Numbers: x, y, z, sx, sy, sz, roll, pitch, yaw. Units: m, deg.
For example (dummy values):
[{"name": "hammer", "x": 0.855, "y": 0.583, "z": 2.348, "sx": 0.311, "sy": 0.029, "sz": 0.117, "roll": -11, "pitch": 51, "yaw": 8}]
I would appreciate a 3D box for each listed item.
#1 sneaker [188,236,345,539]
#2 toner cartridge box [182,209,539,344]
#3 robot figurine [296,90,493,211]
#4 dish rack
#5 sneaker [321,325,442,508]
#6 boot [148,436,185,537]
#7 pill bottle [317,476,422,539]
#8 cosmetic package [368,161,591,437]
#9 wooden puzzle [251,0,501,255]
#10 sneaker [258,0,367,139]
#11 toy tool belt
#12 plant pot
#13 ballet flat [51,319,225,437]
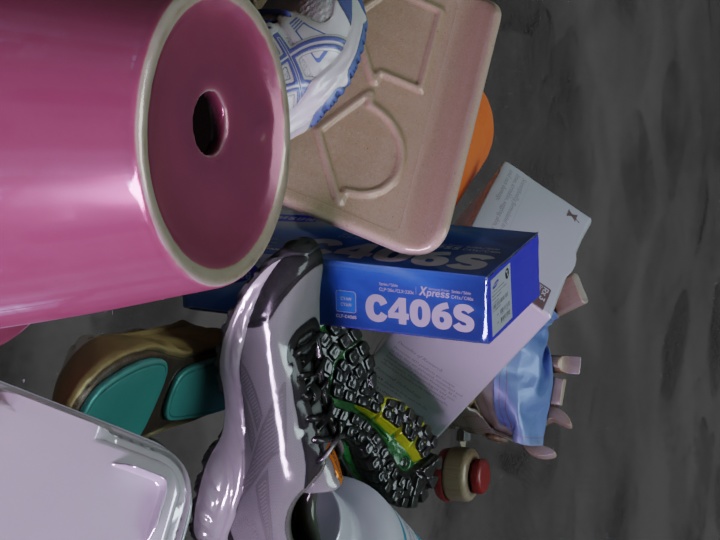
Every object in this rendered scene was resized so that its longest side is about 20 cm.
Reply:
[{"name": "sneaker", "x": -0.039, "y": 0.076, "z": 0.907, "sx": 0.074, "sy": 0.079, "sz": 0.201, "roll": -35, "pitch": 138, "yaw": -60}, {"name": "toner cartridge box", "x": 0.000, "y": 0.000, "z": 0.977, "sx": 0.095, "sy": 0.199, "sz": 0.043, "roll": -34, "pitch": 126, "yaw": -61}, {"name": "robot figurine", "x": 0.021, "y": -0.082, "z": 1.125, "sx": 0.200, "sy": 0.116, "sz": 0.144, "roll": -55, "pitch": 170, "yaw": -51}, {"name": "dish rack", "x": -0.163, "y": 0.144, "z": 0.709, "sx": 0.171, "sy": 0.044, "sz": 0.201, "roll": 24, "pitch": 62, "yaw": -19}, {"name": "sneaker", "x": -0.031, "y": 0.089, "z": 1.082, "sx": 0.200, "sy": 0.085, "sz": 0.078, "roll": 55, "pitch": 53, "yaw": -31}, {"name": "boot", "x": -0.117, "y": 0.198, "z": 0.904, "sx": 0.138, "sy": 0.077, "sz": 0.200, "roll": -73, "pitch": 162, "yaw": -53}, {"name": "pill bottle", "x": -0.009, "y": 0.208, "z": 1.086, "sx": 0.200, "sy": 0.110, "sz": 0.111, "roll": 54, "pitch": 45, "yaw": -53}, {"name": "cosmetic package", "x": 0.072, "y": 0.031, "z": 1.155, "sx": 0.200, "sy": 0.081, "sz": 0.113, "roll": -55, "pitch": -176, "yaw": 44}, {"name": "wooden puzzle", "x": -0.029, "y": -0.115, "z": 0.959, "sx": 0.046, "sy": 0.199, "sz": 0.186, "roll": 126, "pitch": -19, "yaw": -62}, {"name": "sneaker", "x": -0.067, "y": -0.103, "z": 0.857, "sx": 0.088, "sy": 0.075, "sz": 0.200, "roll": 47, "pitch": 56, "yaw": -32}, {"name": "toy tool belt", "x": 0.128, "y": 0.100, "z": 1.361, "sx": 0.125, "sy": 0.123, "sz": 0.201, "roll": 8, "pitch": 85, "yaw": -65}, {"name": "plant pot", "x": -0.137, "y": -0.059, "z": 0.701, "sx": 0.200, "sy": 0.178, "sz": 0.201, "roll": 3, "pitch": 90, "yaw": -65}, {"name": "ballet flat", "x": -0.127, "y": 0.060, "z": 0.873, "sx": 0.069, "sy": 0.063, "sz": 0.200, "roll": -67, "pitch": 162, "yaw": 9}]
